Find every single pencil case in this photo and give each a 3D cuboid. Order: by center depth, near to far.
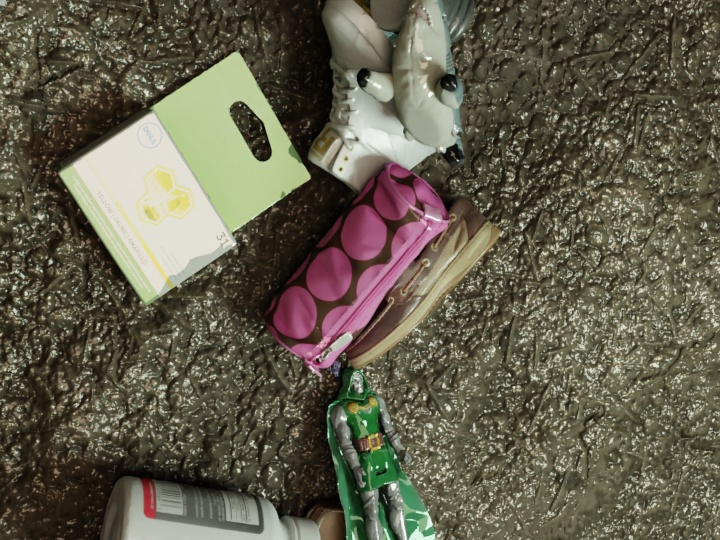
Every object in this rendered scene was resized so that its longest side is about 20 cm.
[{"bbox_3d":[0.000,0.000,1.046,0.090,0.094,0.201,30,106,-26],"label":"pencil case"}]

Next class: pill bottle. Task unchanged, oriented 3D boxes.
[{"bbox_3d":[-0.142,0.265,1.063,0.197,0.111,0.113,14,96,-21],"label":"pill bottle"}]

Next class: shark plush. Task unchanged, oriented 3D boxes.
[{"bbox_3d":[0.078,-0.156,0.997,0.200,0.090,0.084,47,52,-48],"label":"shark plush"}]

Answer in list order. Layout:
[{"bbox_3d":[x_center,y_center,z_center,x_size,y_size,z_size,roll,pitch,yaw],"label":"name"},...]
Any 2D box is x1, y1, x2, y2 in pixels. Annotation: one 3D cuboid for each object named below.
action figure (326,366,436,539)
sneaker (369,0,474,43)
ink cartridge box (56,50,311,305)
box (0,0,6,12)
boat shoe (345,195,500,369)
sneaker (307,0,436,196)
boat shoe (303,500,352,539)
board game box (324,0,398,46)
[{"bbox_3d":[0.012,0.195,1.120,0.117,0.054,0.203,-15,89,-37],"label":"action figure"},{"bbox_3d":[0.064,-0.297,1.021,0.099,0.070,0.204,21,75,-51],"label":"sneaker"},{"bbox_3d":[-0.154,-0.086,1.022,0.199,0.048,0.147,-34,109,-8],"label":"ink cartridge box"},{"bbox_3d":[-0.333,-0.311,0.845,0.047,0.191,0.204,-1,104,-59],"label":"box"},{"bbox_3d":[0.049,0.010,1.110,0.072,0.072,0.200,45,91,1],"label":"boat shoe"},{"bbox_3d":[-0.008,-0.147,1.026,0.115,0.074,0.201,-40,132,-6],"label":"sneaker"},{"bbox_3d":[-0.032,0.339,1.137,0.074,0.074,0.204,4,100,-20],"label":"boat shoe"},{"bbox_3d":[0.051,-0.302,1.060,0.198,0.028,0.137,-33,112,-11],"label":"board game box"}]
